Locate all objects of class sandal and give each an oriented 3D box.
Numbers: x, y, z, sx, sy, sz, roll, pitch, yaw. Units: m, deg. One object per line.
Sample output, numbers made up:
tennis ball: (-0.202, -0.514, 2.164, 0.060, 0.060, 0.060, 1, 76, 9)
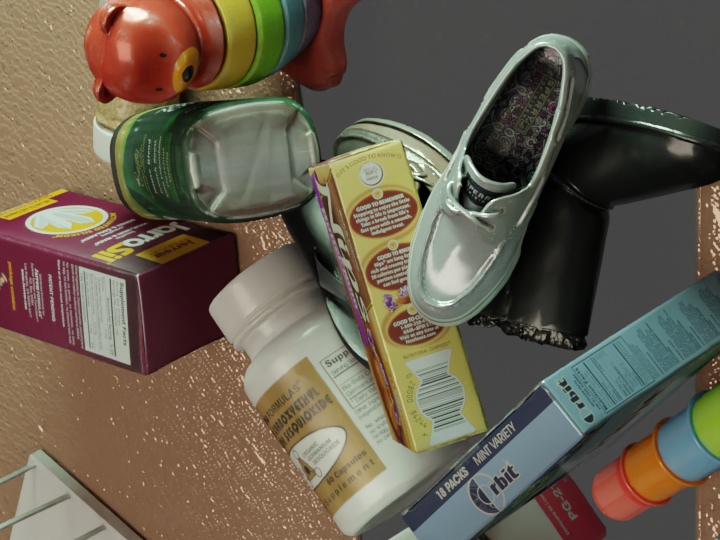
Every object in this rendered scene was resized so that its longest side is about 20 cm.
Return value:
sandal: (-0.001, 0.000, 1.720, 0.200, 0.076, 0.043, 52, 167, 25)

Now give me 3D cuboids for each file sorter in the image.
file sorter: (-0.267, 0.283, 2.082, 0.200, 0.124, 0.139, 38, 129, 26)

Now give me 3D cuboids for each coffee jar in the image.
coffee jar: (-0.110, -0.080, 1.744, 0.200, 0.104, 0.086, -176, 76, -66)

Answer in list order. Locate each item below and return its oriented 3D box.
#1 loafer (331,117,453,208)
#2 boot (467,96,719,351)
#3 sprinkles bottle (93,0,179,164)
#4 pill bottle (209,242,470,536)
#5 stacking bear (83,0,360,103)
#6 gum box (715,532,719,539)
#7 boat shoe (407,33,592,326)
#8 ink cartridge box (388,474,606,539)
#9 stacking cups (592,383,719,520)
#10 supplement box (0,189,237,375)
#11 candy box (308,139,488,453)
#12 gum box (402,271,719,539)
loafer: (0.049, -0.039, 1.688, 0.200, 0.063, 0.072, 38, 132, 25)
boot: (0.147, -0.028, 1.551, 0.198, 0.073, 0.163, 14, 88, 45)
sprinkles bottle: (-0.165, -0.178, 1.822, 0.068, 0.068, 0.201, 26, 124, 33)
pill bottle: (-0.020, 0.084, 1.770, 0.200, 0.114, 0.114, 54, 135, 11)
stacking bear: (-0.106, -0.171, 1.676, 0.114, 0.200, 0.122, 37, 129, 26)
gum box: (0.298, 0.281, 1.581, 0.170, 0.045, 0.201, 20, 118, 23)
boat shoe: (0.080, -0.058, 1.511, 0.070, 0.071, 0.201, 28, 98, 14)
ink cartridge box: (0.055, 0.220, 1.698, 0.084, 0.200, 0.145, 55, 135, 9)
stacking cups: (0.229, 0.114, 1.597, 0.061, 0.060, 0.200, 56, 139, 9)
supplement box: (-0.205, 0.006, 1.910, 0.200, 0.110, 0.086, 15, 117, 38)
candy box: (0.024, 0.016, 1.614, 0.117, 0.056, 0.201, -170, 61, -82)
gum box: (0.141, 0.094, 1.552, 0.045, 0.200, 0.170, 53, 134, 10)
